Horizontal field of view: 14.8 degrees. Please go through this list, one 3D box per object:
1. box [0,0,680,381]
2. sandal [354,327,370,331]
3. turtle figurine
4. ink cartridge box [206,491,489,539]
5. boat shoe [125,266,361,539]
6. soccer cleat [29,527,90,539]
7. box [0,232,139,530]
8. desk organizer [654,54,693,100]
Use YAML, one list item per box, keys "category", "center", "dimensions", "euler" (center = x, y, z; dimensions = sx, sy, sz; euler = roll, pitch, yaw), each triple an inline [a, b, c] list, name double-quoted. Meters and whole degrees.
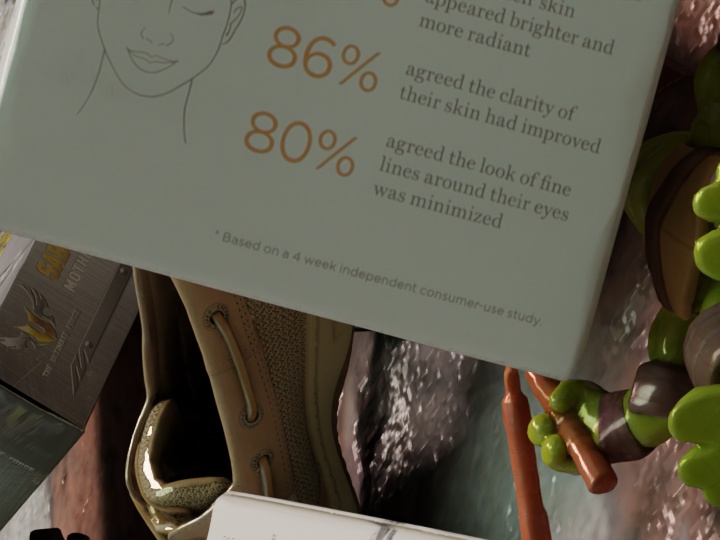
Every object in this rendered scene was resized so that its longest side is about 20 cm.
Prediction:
- category: "box"
  center: [0.000, -0.093, 0.686]
  dimensions: [0.106, 0.152, 0.201]
  euler: [-139, 65, -81]
- category: "sandal"
  center: [-0.001, 0.000, 0.874]
  dimensions: [0.200, 0.075, 0.048]
  euler: [-172, 78, -65]
- category: "turtle figurine"
  center: [0.088, 0.002, 0.688]
  dimensions: [0.161, 0.064, 0.201]
  euler: [-103, 30, -73]
- category: "ink cartridge box"
  center: [0.018, 0.144, 0.737]
  dimensions: [0.200, 0.082, 0.147]
  euler: [1, 77, 65]
- category: "boat shoe"
  center: [-0.044, 0.058, 0.858]
  dimensions: [0.071, 0.064, 0.201]
  euler: [36, 138, 41]
- category: "soccer cleat"
  center: [-0.088, 0.149, 1.005]
  dimensions: [0.200, 0.064, 0.084]
  euler: [11, 114, 61]
- category: "box"
  center: [-0.125, 0.020, 1.063]
  dimensions: [0.158, 0.048, 0.200]
  euler: [-49, 14, 45]
- category: "desk organizer"
  center: [0.017, -0.075, 0.855]
  dimensions: [0.072, 0.077, 0.200]
  euler: [-61, 27, 10]
